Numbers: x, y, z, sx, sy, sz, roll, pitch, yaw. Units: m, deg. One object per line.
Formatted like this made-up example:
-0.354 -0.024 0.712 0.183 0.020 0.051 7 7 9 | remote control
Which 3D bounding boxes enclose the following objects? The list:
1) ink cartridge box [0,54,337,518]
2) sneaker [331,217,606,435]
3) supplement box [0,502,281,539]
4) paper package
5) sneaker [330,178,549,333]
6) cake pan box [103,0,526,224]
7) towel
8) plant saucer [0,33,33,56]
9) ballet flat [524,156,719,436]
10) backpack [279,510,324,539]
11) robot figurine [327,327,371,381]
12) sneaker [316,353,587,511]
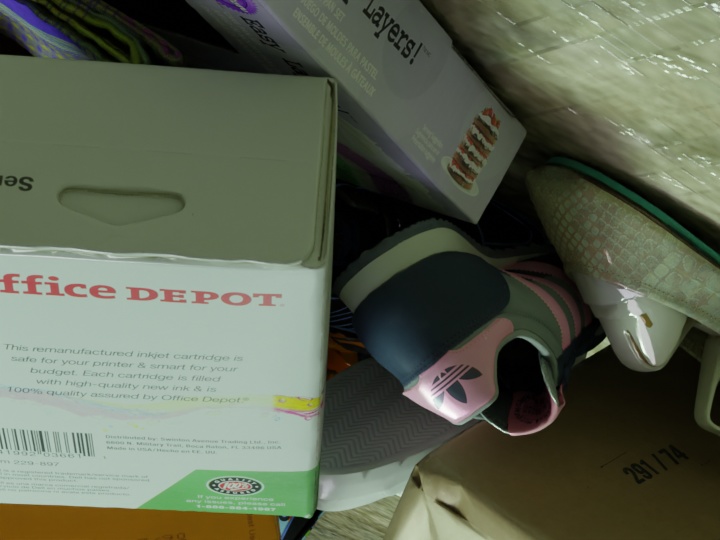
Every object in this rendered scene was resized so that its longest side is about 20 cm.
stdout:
-0.084 0.011 0.882 0.145 0.088 0.200 3 150 0 | ink cartridge box
0.062 0.035 0.962 0.200 0.070 0.082 7 -132 -59 | sneaker
-0.102 0.108 1.061 0.126 0.074 0.200 -8 179 -5 | supplement box
0.138 0.131 1.005 0.190 0.104 0.200 33 -144 25 | paper package
0.001 -0.006 1.001 0.199 0.070 0.078 1 177 -22 | sneaker
-0.055 -0.103 0.899 0.184 0.052 0.200 18 164 36 | cake pan box
-0.147 -0.109 0.909 0.200 0.023 0.144 32 172 9 | towel
-0.201 -0.117 1.007 0.200 0.035 0.200 22 -152 -12 | plant saucer
0.143 0.028 0.961 0.200 0.062 0.067 32 169 -14 | ballet flat
-0.070 0.086 1.389 0.134 0.200 0.183 31 170 -11 | backpack
-0.017 0.039 1.130 0.145 0.058 0.200 -4 165 31 | robot figurine
0.039 0.090 1.072 0.074 0.200 0.116 26 127 34 | sneaker
